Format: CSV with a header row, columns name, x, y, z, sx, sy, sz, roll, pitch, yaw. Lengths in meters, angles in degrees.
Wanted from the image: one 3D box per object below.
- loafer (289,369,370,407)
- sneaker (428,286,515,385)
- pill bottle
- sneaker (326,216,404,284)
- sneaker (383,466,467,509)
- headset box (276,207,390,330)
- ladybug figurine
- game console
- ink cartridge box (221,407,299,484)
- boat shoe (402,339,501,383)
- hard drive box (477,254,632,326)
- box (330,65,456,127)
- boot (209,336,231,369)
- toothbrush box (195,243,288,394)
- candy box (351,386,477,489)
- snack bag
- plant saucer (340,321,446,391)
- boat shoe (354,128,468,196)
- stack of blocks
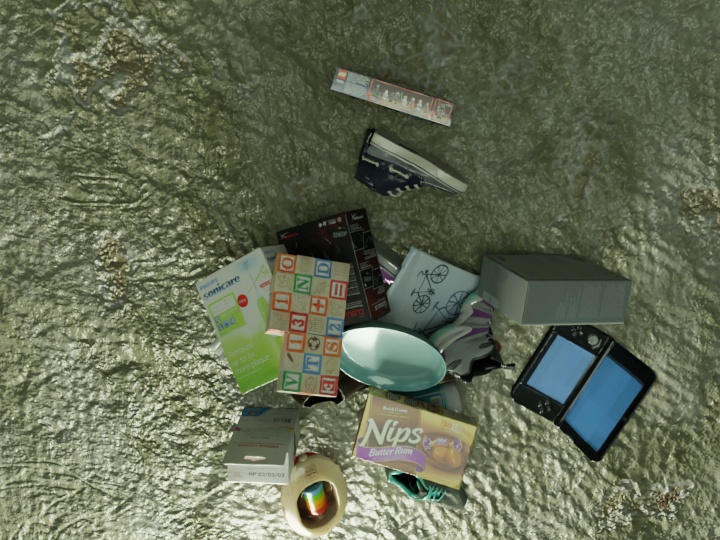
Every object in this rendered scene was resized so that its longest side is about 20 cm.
name,x,y,z,sx,sy,sz,roll,pitch,yaw
loafer,-0.033,0.214,1.229,0.196,0.072,0.074,-14,132,-14
sneaker,0.220,0.121,1.159,0.200,0.139,0.078,-44,145,-20
pill bottle,0.096,0.280,1.247,0.196,0.111,0.113,-13,105,6
sneaker,0.000,0.000,1.201,0.198,0.073,0.116,31,108,5
sneaker,0.122,0.421,1.294,0.198,0.091,0.078,30,105,-6
headset box,-0.044,0.012,1.126,0.147,0.077,0.204,-12,93,31
ladybug figurine,-0.096,0.430,1.300,0.133,0.072,0.204,-17,119,-18
game console,0.399,0.211,1.213,0.169,0.119,0.202,27,104,-6
ink cartridge box,-0.179,0.330,1.224,0.113,0.200,0.069,1,106,2
boat shoe,0.163,0.169,1.224,0.196,0.071,0.071,-7,127,-14
hard drive box,0.322,0.029,1.120,0.196,0.156,0.078,1,106,-17
box,0.052,-0.282,1.083,0.196,0.137,0.041,17,103,-2
boot,-0.190,0.092,1.191,0.095,0.074,0.201,40,100,-2
toothbrush box,-0.162,0.079,1.105,0.144,0.086,0.203,-25,86,23
candy box,0.094,0.291,1.165,0.196,0.056,0.119,17,95,3
snack bag,0.113,0.066,1.191,0.198,0.021,0.190,20,109,-34
plant saucer,0.047,0.142,1.111,0.196,0.028,0.202,10,143,7
boat shoe,0.083,-0.162,1.155,0.198,0.075,0.094,29,111,2
stack of blocks,-0.086,0.085,1.013,0.113,0.059,0.204,8,78,-13
